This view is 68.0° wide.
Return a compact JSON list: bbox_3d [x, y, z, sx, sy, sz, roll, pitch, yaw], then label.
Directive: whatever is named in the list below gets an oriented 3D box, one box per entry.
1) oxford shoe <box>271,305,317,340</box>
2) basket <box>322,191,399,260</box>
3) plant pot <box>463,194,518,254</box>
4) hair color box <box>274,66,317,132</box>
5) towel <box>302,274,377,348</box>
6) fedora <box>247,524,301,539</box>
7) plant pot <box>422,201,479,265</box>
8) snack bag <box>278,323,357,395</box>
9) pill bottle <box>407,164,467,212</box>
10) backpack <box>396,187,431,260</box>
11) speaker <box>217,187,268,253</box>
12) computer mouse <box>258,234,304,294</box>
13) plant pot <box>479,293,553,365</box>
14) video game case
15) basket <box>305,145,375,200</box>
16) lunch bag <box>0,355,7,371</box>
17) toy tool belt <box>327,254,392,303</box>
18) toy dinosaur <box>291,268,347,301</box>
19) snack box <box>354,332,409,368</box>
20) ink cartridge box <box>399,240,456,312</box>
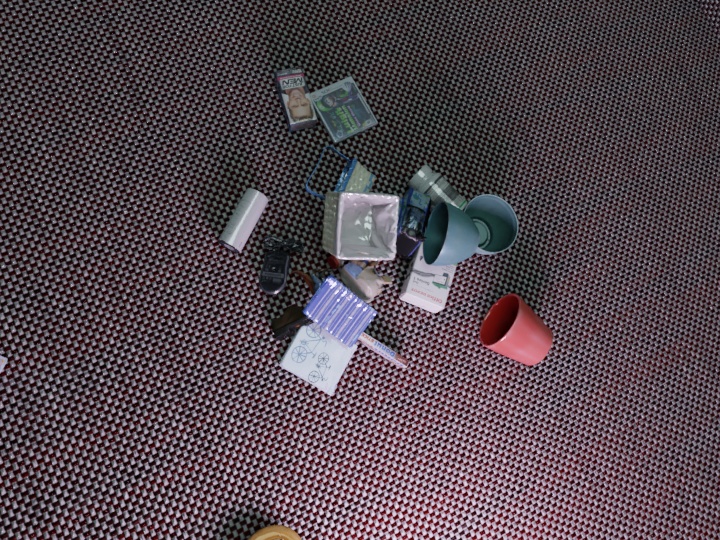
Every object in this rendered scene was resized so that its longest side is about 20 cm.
[{"bbox_3d":[-0.191,0.135,1.664,0.198,0.073,0.085,-26,69,-1],"label":"oxford shoe"},{"bbox_3d":[-0.004,-0.140,1.643,0.196,0.161,0.203,0,99,-23],"label":"basket"},{"bbox_3d":[0.419,-0.143,1.835,0.197,0.134,0.203,3,77,-12],"label":"plant pot"},{"bbox_3d":[-0.223,-0.589,1.838,0.099,0.061,0.203,-15,82,-14],"label":"hair color box"},{"bbox_3d":[-0.061,0.126,1.630,0.199,0.024,0.145,38,87,-16],"label":"towel"},{"bbox_3d":[-0.255,0.822,1.513,0.198,0.082,0.204,4,73,-15],"label":"fedora"},{"bbox_3d":[0.295,-0.104,1.686,0.133,0.200,0.203,12,76,-13],"label":"plant pot"},{"bbox_3d":[-0.129,0.265,1.692,0.198,0.021,0.190,30,74,-3],"label":"snack bag"},{"bbox_3d":[0.263,-0.261,1.840,0.200,0.113,0.113,45,73,1],"label":"pill bottle"},{"bbox_3d":[0.148,-0.168,1.761,0.145,0.183,0.202,22,64,-3],"label":"backpack"},{"bbox_3d":[-0.372,-0.161,1.703,0.080,0.081,0.202,26,74,-5],"label":"speaker"},{"bbox_3d":[-0.264,-0.009,1.709,0.137,0.053,0.202,12,67,1],"label":"computer mouse"},{"bbox_3d":[0.520,0.207,1.762,0.176,0.200,0.202,34,73,-13],"label":"plant pot"},{"bbox_3d":[-0.062,-0.567,1.886,0.180,0.023,0.202,-28,85,-16],"label":"video game case"},{"bbox_3d":[-0.066,-0.291,1.760,0.199,0.139,0.178,32,72,-16],"label":"basket"},{"bbox_3d":[-1.093,0.297,1.433,0.168,0.127,0.202,19,65,-9],"label":"lunch bag"},{"bbox_3d":[0.000,0.000,1.735,0.200,0.125,0.122,43,53,16],"label":"toy tool belt"},{"bbox_3d":[-0.114,0.086,1.726,0.197,0.105,0.184,-4,87,22],"label":"toy dinosaur"},{"bbox_3d":[0.061,0.249,1.707,0.199,0.072,0.024,33,72,-3],"label":"snack box"},{"bbox_3d":[0.230,0.020,1.785,0.144,0.084,0.202,20,73,-6],"label":"ink cartridge box"}]
